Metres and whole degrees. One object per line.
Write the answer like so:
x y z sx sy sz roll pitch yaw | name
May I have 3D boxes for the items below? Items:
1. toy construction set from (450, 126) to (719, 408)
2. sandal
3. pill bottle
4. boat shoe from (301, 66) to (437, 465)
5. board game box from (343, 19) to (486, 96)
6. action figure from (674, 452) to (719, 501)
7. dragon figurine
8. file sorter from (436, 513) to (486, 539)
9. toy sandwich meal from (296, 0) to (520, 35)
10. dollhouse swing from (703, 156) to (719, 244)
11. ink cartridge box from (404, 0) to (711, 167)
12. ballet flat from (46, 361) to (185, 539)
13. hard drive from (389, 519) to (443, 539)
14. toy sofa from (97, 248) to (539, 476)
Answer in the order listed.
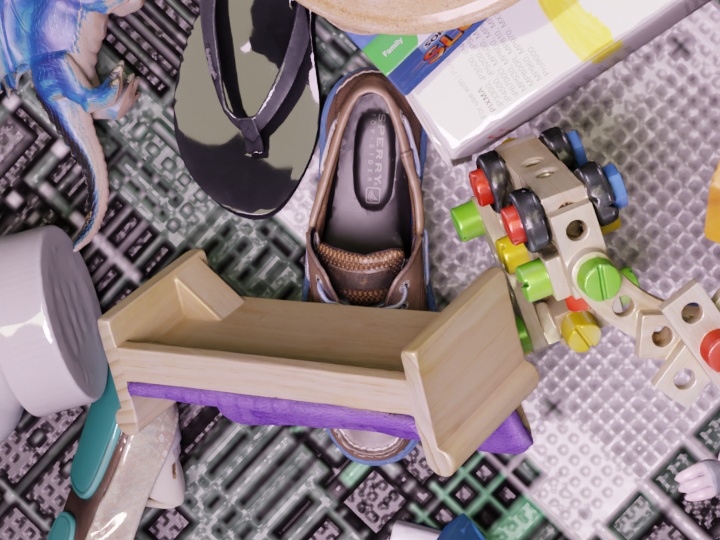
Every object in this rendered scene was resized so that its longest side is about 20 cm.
0.106 0.003 1.270 0.092 0.200 0.132 -27 112 -18 | toy construction set
-0.052 -0.126 1.364 0.076 0.043 0.201 9 95 6 | sandal
-0.235 0.046 1.361 0.199 0.110 0.110 -14 92 11 | pill bottle
0.000 0.000 1.351 0.072 0.072 0.201 -3 94 7 | boat shoe
0.046 -0.196 1.221 0.200 0.034 0.135 -44 69 3 | board game box
0.236 0.092 1.290 0.148 0.134 0.201 -20 103 18 | action figure
-0.163 -0.114 1.371 0.099 0.059 0.201 5 94 7 | dragon figurine
0.055 0.244 1.305 0.122 0.139 0.200 -37 89 12 | file sorter
0.033 -0.194 1.172 0.204 0.070 0.206 -4 78 19 | toy sandwich meal
0.268 -0.068 1.263 0.181 0.176 0.201 21 95 5 | dollhouse swing
0.107 -0.140 1.292 0.200 0.145 0.084 -34 88 7 | ink cartridge box
-0.124 0.124 1.391 0.062 0.067 0.201 18 101 -22 | ballet flat
0.099 0.216 1.378 0.199 0.025 0.133 14 96 6 | hard drive
-0.020 0.054 1.288 0.199 0.083 0.098 5 120 36 | toy sofa
